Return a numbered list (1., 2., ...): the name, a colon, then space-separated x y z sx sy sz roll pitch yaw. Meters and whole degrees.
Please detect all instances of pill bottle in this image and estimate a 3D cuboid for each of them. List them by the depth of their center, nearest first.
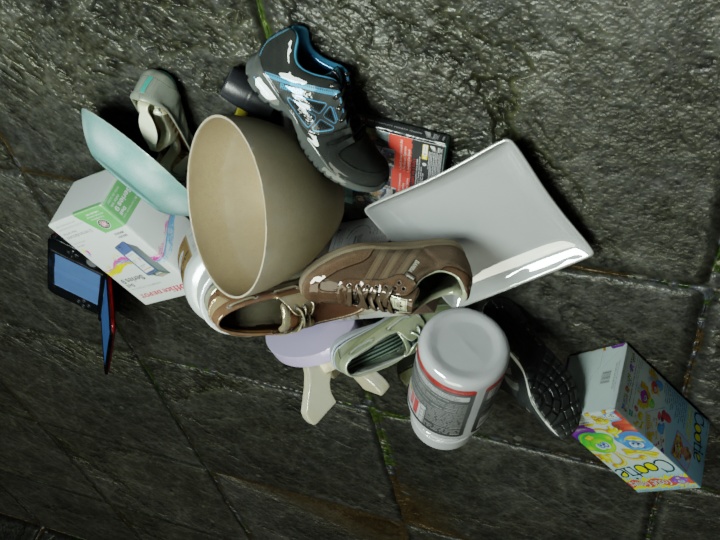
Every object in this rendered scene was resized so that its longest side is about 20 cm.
1. pill bottle: 0.121 0.148 1.178 0.114 0.117 0.201 18 144 8
2. pill bottle: -0.178 0.007 1.191 0.114 0.115 0.200 39 -176 -23

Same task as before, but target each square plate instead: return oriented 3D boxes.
1. square plate: 0.138 -0.051 1.048 0.197 0.029 0.200 -23 128 31

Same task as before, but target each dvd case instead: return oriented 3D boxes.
1. dvd case: 0.003 -0.128 1.064 0.197 0.022 0.147 15 146 11

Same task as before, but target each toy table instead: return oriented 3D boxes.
1. toy table: -0.042 0.117 1.312 0.118 0.183 0.200 54 170 -25

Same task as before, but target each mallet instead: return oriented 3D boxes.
1. mallet: -0.142 -0.168 1.088 0.065 0.042 0.200 23 152 -4

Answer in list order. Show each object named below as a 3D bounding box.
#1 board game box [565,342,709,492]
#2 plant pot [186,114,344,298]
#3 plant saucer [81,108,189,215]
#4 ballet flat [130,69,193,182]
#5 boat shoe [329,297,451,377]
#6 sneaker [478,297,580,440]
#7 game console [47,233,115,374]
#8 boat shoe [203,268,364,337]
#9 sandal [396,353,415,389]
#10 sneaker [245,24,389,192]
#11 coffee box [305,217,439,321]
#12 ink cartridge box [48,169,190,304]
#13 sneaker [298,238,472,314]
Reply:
1. board game box: 0.371 0.205 1.231 0.200 0.106 0.103 40 144 -23
2. plant pot: -0.097 -0.079 1.029 0.133 0.203 0.200 -10 163 -32
3. plant saucer: -0.284 -0.124 1.147 0.200 0.039 0.201 38 172 6
4. ballet flat: -0.240 -0.159 1.127 0.067 0.064 0.201 12 146 19
5. boat shoe: 0.056 0.089 1.195 0.062 0.198 0.073 45 160 61
6. sneaker: 0.215 0.137 1.201 0.201 0.075 0.088 60 149 16
7. game console: -0.473 0.060 1.526 0.171 0.120 0.200 26 146 -5
8. boat shoe: -0.085 0.047 1.075 0.197 0.072 0.077 -6 123 -11
9. sandal: 0.144 0.125 1.299 0.199 0.081 0.057 -13 175 33
10. sneaker: -0.033 -0.168 0.962 0.200 0.073 0.082 45 127 -13
11. coffee box: 0.000 0.000 1.173 0.199 0.080 0.114 -8 142 44
12. ink cartridge box: -0.324 -0.048 1.313 0.144 0.088 0.200 -11 137 41
13. sneaker: 0.030 0.013 1.021 0.197 0.076 0.071 -12 136 -5
